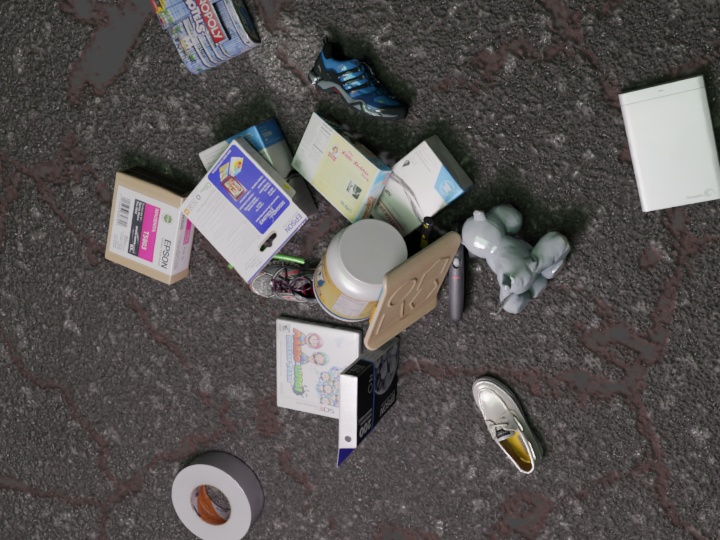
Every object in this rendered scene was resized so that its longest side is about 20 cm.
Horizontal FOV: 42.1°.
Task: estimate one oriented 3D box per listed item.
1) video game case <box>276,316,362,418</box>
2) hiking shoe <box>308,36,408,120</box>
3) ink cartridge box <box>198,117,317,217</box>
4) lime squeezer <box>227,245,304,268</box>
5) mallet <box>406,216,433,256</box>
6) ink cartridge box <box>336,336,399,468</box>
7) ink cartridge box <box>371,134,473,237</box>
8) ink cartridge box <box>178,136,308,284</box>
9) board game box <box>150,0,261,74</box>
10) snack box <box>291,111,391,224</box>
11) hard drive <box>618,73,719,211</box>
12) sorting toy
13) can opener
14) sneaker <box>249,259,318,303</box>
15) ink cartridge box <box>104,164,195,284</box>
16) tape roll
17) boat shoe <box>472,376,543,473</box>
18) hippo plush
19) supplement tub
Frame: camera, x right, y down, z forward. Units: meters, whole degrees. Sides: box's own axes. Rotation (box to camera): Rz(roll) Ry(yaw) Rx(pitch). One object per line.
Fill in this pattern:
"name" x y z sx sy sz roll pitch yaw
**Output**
"video game case" -0.086 0.201 1.901 0.182 0.024 0.200 9 111 20
"hiking shoe" 0.001 -0.333 1.651 0.200 0.074 0.087 29 117 11
"ink cartridge box" -0.194 -0.167 1.784 0.145 0.084 0.200 -21 99 28
"lime squeezer" -0.205 -0.024 1.827 0.200 0.038 0.071 -4 135 36
"mallet" 0.107 -0.063 1.652 0.066 0.200 0.041 39 78 17
"ink cartridge box" 0.016 0.250 1.778 0.043 0.198 0.200 12 113 22
"ink cartridge box" 0.088 -0.137 1.686 0.200 0.067 0.116 -38 91 29
"ink cartridge box" -0.214 -0.111 1.740 0.200 0.047 0.198 46 119 1
"board game box" -0.275 -0.489 1.719 0.200 0.062 0.200 -19 100 28
"snack box" -0.038 -0.187 1.695 0.200 0.037 0.116 45 122 32
"hard drive" 0.504 -0.203 1.513 0.132 0.027 0.200 -10 104 25
"sorting toy" 0.085 0.033 1.628 0.036 0.185 0.200 43 146 23
"can opener" 0.179 0.001 1.698 0.079 0.063 0.200 11 111 18
"sneaker" -0.130 0.024 1.830 0.200 0.075 0.081 -2 107 24
"ink cartridge box" -0.425 -0.094 1.912 0.165 0.075 0.200 21 114 16
"tape roll" -0.317 0.506 2.080 0.200 0.066 0.200 8 111 21
"boat shoe" 0.272 0.293 1.757 0.071 0.070 0.200 -28 96 28
"hippo plush" 0.243 -0.023 1.617 0.161 0.200 0.159 45 148 21
"supplement tub" 0.000 0.000 1.682 0.145 0.145 0.200 43 157 4
